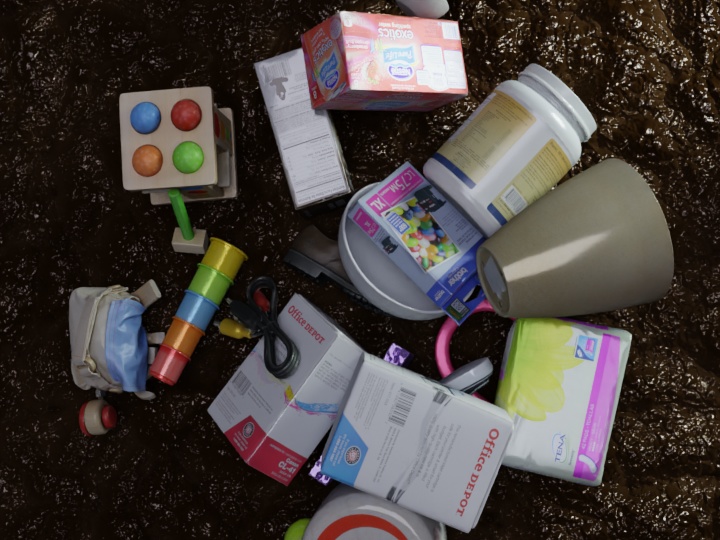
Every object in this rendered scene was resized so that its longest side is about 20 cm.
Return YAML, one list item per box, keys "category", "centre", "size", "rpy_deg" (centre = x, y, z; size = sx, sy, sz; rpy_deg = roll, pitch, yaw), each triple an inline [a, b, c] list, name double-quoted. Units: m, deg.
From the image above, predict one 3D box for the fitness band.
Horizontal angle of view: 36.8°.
- category: "fitness band"
  centre: [0.193, 0.126, 1.440]
  size: [0.199, 0.037, 0.144]
  rpy_deg: [38, 91, 8]

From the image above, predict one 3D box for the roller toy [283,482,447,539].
- category: "roller toy"
  centre: [0.021, 0.360, 1.389]
  size: [0.182, 0.140, 0.200]
  rpy_deg: [-42, 87, 12]

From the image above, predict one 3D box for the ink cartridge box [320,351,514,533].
- category: "ink cartridge box"
  centre: [0.067, 0.207, 1.318]
  size: [0.198, 0.086, 0.148]
  rpy_deg: [22, 94, -4]

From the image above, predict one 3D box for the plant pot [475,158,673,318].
- category: "plant pot"
  centre: [0.250, -0.020, 1.343]
  size: [0.198, 0.187, 0.190]
  rpy_deg: [-18, 84, -13]

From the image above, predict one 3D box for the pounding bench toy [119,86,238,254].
- category: "pounding bench toy"
  centre: [-0.239, -0.127, 1.439]
  size: [0.122, 0.156, 0.203]
  rpy_deg: [-4, 86, 5]

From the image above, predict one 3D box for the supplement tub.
- category: "supplement tub"
  centre: [0.194, -0.153, 1.404]
  size: [0.144, 0.144, 0.200]
  rpy_deg: [44, 91, 7]

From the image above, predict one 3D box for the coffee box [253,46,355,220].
- category: "coffee box"
  centre: [-0.072, -0.180, 1.449]
  size: [0.079, 0.114, 0.203]
  rpy_deg: [-17, 86, 4]

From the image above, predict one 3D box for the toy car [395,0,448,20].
- category: "toy car"
  centre: [0.072, -0.442, 1.414]
  size: [0.176, 0.150, 0.200]
  rpy_deg: [-51, 51, -2]

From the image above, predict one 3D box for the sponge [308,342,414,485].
- category: "sponge"
  centre: [0.004, 0.186, 1.416]
  size: [0.030, 0.112, 0.201]
  rpy_deg: [33, 89, 8]

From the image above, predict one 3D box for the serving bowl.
- category: "serving bowl"
  centre: [0.054, -0.016, 1.415]
  size: [0.198, 0.066, 0.202]
  rpy_deg: [15, 52, -20]

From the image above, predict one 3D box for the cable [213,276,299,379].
- category: "cable"
  centre: [-0.118, 0.075, 1.417]
  size: [0.097, 0.051, 0.200]
  rpy_deg: [-43, 43, -10]

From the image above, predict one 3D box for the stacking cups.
- category: "stacking cups"
  centre: [-0.219, 0.058, 1.457]
  size: [0.060, 0.061, 0.202]
  rpy_deg: [23, 79, 7]

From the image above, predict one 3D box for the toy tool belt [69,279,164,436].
- category: "toy tool belt"
  centre: [-0.319, 0.117, 1.449]
  size: [0.121, 0.125, 0.203]
  rpy_deg: [-5, 86, 14]

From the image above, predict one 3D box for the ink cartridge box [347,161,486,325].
- category: "ink cartridge box"
  centre: [0.091, -0.037, 1.382]
  size: [0.200, 0.042, 0.119]
  rpy_deg: [46, 49, 4]

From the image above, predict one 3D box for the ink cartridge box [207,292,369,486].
- category: "ink cartridge box"
  centre: [-0.090, 0.152, 1.406]
  size: [0.085, 0.147, 0.201]
  rpy_deg: [39, 90, -34]

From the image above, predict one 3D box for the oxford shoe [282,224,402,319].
- category: "oxford shoe"
  centre: [0.000, 0.000, 1.451]
  size: [0.198, 0.073, 0.085]
  rpy_deg: [30, 80, 3]

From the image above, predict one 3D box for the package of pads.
- category: "package of pads"
  centre: [0.248, 0.160, 1.381]
  size: [0.152, 0.068, 0.203]
  rpy_deg: [12, 89, 8]

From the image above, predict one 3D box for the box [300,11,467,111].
- category: "box"
  centre: [0.033, -0.266, 1.402]
  size: [0.198, 0.094, 0.104]
  rpy_deg: [-6, 85, -37]

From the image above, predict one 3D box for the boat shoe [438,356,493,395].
- category: "boat shoe"
  centre: [0.104, 0.187, 1.406]
  size: [0.199, 0.072, 0.068]
  rpy_deg: [-39, 86, 24]
